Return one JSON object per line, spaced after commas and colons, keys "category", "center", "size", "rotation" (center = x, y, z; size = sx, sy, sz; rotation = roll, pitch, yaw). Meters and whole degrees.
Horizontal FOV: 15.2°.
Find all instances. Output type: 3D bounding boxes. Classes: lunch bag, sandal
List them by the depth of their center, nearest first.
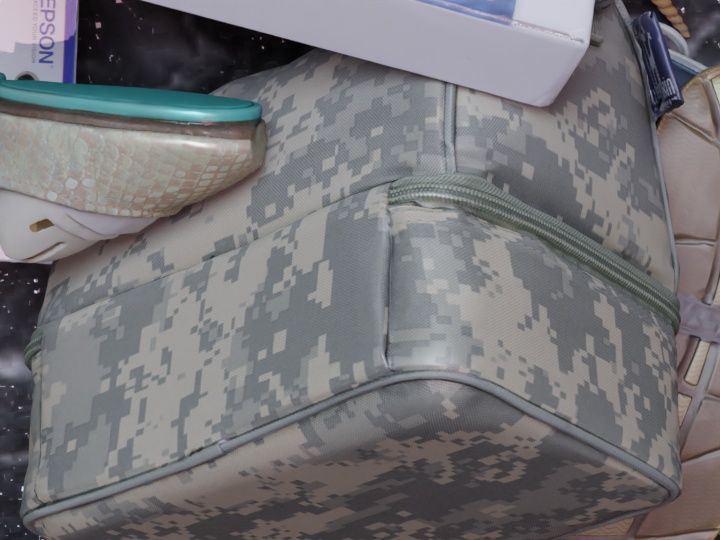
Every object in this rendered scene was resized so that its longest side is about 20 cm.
{"category": "lunch bag", "center": [0.000, 0.000, 0.841], "size": [0.139, 0.200, 0.168], "rotation": [23, 56, -42]}
{"category": "sandal", "center": [0.099, 0.027, 0.896], "size": [0.080, 0.054, 0.200], "rotation": [22, 94, 0]}

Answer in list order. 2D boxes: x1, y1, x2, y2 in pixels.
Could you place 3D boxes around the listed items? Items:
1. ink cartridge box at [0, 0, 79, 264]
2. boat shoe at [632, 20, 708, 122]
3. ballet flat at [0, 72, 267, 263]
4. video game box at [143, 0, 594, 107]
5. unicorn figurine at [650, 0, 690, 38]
{"category": "ink cartridge box", "center": [-0.195, -0.054, 0.901], "size": [0.200, 0.039, 0.100], "rotation": [3, 98, -7]}
{"category": "boat shoe", "center": [0.098, -0.046, 0.928], "size": [0.200, 0.062, 0.075], "rotation": [19, 107, -4]}
{"category": "ballet flat", "center": [-0.109, -0.032, 0.826], "size": [0.200, 0.067, 0.062], "rotation": [11, 101, 34]}
{"category": "video game box", "center": [-0.021, -0.157, 0.770], "size": [0.200, 0.047, 0.183], "rotation": [14, 62, -10]}
{"category": "unicorn figurine", "center": [0.098, -0.152, 0.853], "size": [0.074, 0.200, 0.138], "rotation": [26, 98, 5]}
